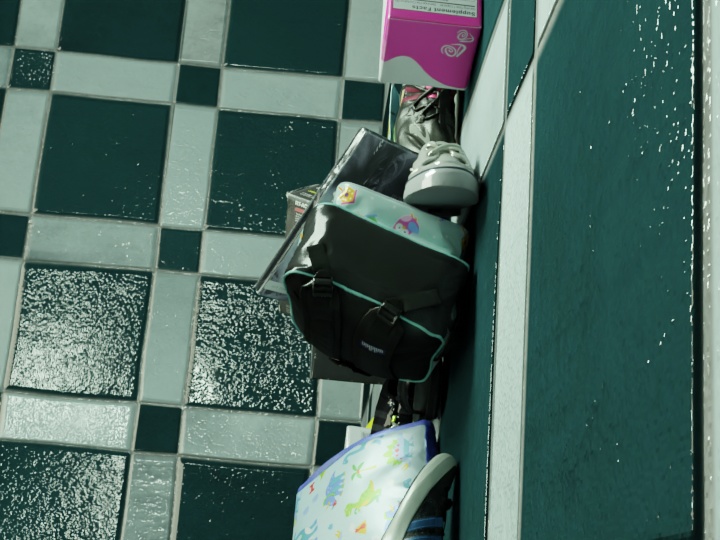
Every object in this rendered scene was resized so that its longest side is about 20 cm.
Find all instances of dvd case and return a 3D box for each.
[{"bbox_3d":[-0.008,-0.045,1.255,0.016,0.148,0.201,46,108,34],"label":"dvd case"}]

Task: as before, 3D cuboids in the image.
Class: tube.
[{"bbox_3d":[0.057,-0.170,1.612,0.200,0.049,0.079,60,-154,-70],"label":"tube"}]

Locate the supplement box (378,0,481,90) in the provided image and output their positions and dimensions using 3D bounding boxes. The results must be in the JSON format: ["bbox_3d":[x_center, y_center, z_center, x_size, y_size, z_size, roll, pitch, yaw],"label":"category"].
[{"bbox_3d":[0.075,-0.307,1.289,0.102,0.101,0.203,100,176,-60],"label":"supplement box"}]

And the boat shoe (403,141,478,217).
[{"bbox_3d":[0.080,-0.093,1.164,0.200,0.071,0.067,36,-124,-84],"label":"boat shoe"}]

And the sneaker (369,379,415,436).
[{"bbox_3d":[0.042,0.190,1.464,0.202,0.070,0.084,-87,4,-46],"label":"sneaker"}]

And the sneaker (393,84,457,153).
[{"bbox_3d":[0.077,-0.198,1.351,0.084,0.075,0.203,90,-178,-60],"label":"sneaker"}]

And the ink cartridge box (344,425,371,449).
[{"bbox_3d":[0.007,0.372,1.905,0.201,0.082,0.178,97,178,-59],"label":"ink cartridge box"}]

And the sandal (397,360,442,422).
[{"bbox_3d":[0.062,0.133,1.335,0.201,0.047,0.077,98,176,-70],"label":"sandal"}]

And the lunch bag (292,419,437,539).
[{"bbox_3d":[0.018,0.277,1.294,0.200,0.126,0.172,-47,26,36],"label":"lunch bag"}]

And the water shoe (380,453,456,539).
[{"bbox_3d":[0.052,0.261,1.072,0.201,0.078,0.072,-57,-9,-29],"label":"water shoe"}]

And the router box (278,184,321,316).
[{"bbox_3d":[0.000,0.000,1.395,0.062,0.198,0.152,-22,-55,-50],"label":"router box"}]

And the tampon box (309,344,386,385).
[{"bbox_3d":[0.009,0.061,1.635,0.200,0.147,0.129,-93,8,-75],"label":"tampon box"}]

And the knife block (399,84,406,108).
[{"bbox_3d":[0.077,-0.178,1.443,0.200,0.063,0.179,-92,6,-80],"label":"knife block"}]

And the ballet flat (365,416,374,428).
[{"bbox_3d":[0.011,0.340,2.133,0.067,0.066,0.203,97,177,-65],"label":"ballet flat"}]

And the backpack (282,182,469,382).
[{"bbox_3d":[0.018,0.021,1.181,0.201,0.173,0.155,96,-165,-60],"label":"backpack"}]
